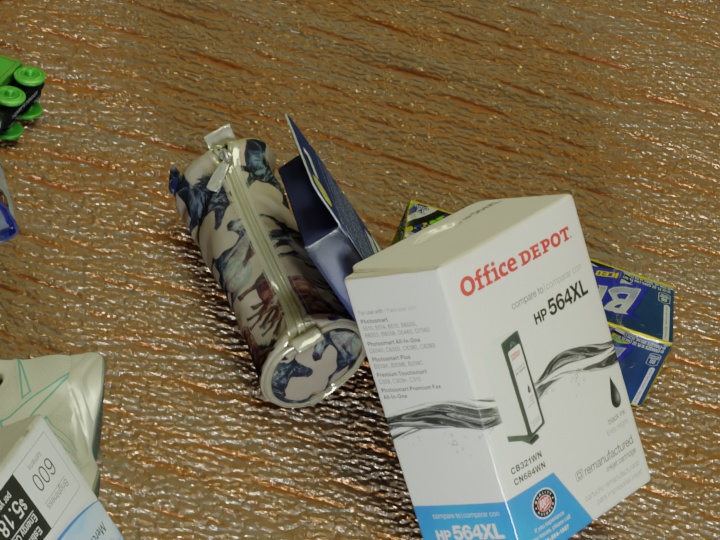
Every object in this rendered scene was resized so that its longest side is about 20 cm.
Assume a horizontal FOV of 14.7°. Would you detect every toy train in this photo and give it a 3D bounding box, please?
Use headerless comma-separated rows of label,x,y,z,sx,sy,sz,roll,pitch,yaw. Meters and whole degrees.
toy train,-0.277,-0.089,1.889,0.056,0.042,0.200,20,37,13

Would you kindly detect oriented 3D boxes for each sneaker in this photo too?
sneaker,-0.194,0.122,1.666,0.080,0.071,0.200,4,35,-8

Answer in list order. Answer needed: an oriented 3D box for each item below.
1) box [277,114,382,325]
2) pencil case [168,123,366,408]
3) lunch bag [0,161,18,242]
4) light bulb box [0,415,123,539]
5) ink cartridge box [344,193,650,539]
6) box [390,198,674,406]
box,0.000,0.000,1.806,0.200,0.032,0.121,56,6,-28
pencil case,-0.061,-0.001,1.851,0.078,0.089,0.200,-28,52,1
lunch bag,-0.338,-0.074,1.756,0.200,0.124,0.170,-22,47,3
light bulb box,-0.193,0.219,1.410,0.200,0.125,0.198,58,34,-19
ink cartridge box,0.089,0.068,1.757,0.084,0.200,0.146,-5,17,43
box,0.115,0.023,1.930,0.200,0.064,0.070,18,38,-6
